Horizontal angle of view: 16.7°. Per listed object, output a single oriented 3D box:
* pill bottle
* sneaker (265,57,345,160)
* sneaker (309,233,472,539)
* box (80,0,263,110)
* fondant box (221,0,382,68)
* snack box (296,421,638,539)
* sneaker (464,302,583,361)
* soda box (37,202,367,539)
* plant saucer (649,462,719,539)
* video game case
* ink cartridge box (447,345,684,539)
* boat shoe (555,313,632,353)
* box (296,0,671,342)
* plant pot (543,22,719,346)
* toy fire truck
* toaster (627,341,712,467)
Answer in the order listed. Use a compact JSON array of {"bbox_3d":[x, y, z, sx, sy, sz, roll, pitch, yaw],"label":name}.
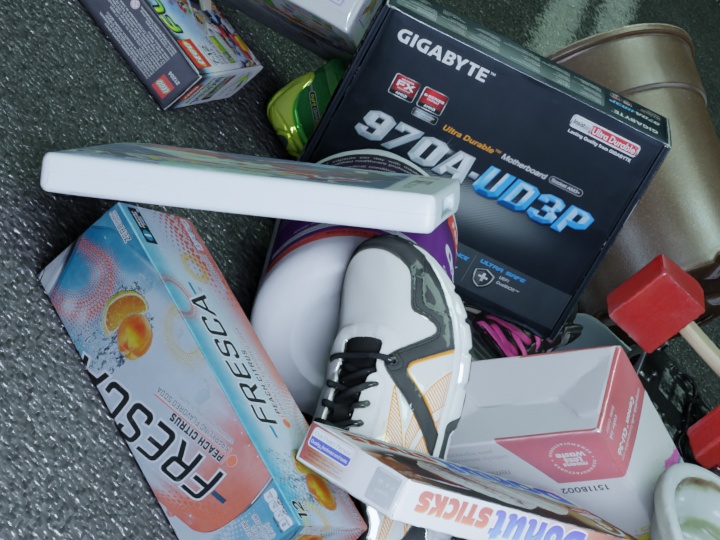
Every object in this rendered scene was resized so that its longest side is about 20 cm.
[{"bbox_3d":[0.000,0.000,1.436,0.112,0.112,0.200,45,20,-15],"label":"pill bottle"},{"bbox_3d":[0.026,-0.070,1.661,0.200,0.084,0.074,38,18,-34],"label":"sneaker"},{"bbox_3d":[0.008,0.077,1.276,0.080,0.074,0.200,12,74,-47],"label":"sneaker"},{"bbox_3d":[-0.153,-0.194,1.569,0.200,0.035,0.110,52,20,4],"label":"box"},{"bbox_3d":[-0.045,-0.195,1.620,0.144,0.058,0.200,30,-1,9],"label":"fondant box"},{"bbox_3d":[0.058,0.117,1.228,0.072,0.024,0.200,27,4,42],"label":"snack box"},{"bbox_3d":[0.099,0.037,1.625,0.074,0.087,0.200,51,19,1],"label":"sneaker"},{"bbox_3d":[-0.080,0.065,1.216,0.068,0.064,0.200,14,40,-58],"label":"soda box"},{"bbox_3d":[0.210,0.198,1.319,0.200,0.050,0.200,44,22,-22],"label":"plant saucer"},{"bbox_3d":[-0.052,-0.046,1.298,0.200,0.023,0.182,6,5,6],"label":"video game case"},{"bbox_3d":[0.126,0.137,1.398,0.200,0.116,0.068,58,36,-37],"label":"ink cartridge box"},{"bbox_3d":[0.204,0.109,1.738,0.199,0.074,0.068,40,0,41],"label":"boat shoe"},{"bbox_3d":[0.071,-0.066,1.537,0.200,0.159,0.046,26,25,-7],"label":"box"},{"bbox_3d":[0.208,-0.054,1.907,0.200,0.200,0.198,15,48,-59],"label":"plant pot"},{"bbox_3d":[0.243,0.094,1.539,0.200,0.049,0.141,42,21,-25],"label":"toy fire truck"},{"bbox_3d":[0.199,0.162,1.573,0.200,0.119,0.181,49,20,-4],"label":"toaster"}]
